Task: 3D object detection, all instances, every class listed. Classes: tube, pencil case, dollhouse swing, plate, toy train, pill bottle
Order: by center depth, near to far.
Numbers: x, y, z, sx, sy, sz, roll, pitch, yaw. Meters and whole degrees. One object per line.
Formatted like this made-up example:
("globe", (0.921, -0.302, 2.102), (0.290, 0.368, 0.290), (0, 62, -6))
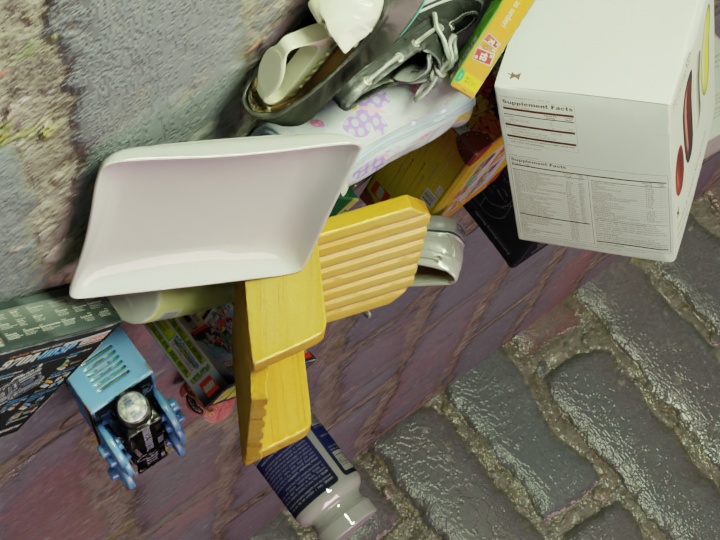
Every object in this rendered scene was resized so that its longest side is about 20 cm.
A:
("plate", (-0.117, -0.047, 1.320), (0.198, 0.033, 0.200), (-7, 153, -21))
("pencil case", (0.003, -0.119, 1.431), (0.199, 0.084, 0.090), (-33, -155, -31))
("dollhouse swing", (-0.021, 0.053, 1.521), (0.174, 0.183, 0.200), (-3, 149, -9))
("tube", (-0.157, 0.016, 1.550), (0.052, 0.058, 0.200), (-47, 165, 16))
("toy train", (-0.221, 0.130, 1.625), (0.086, 0.115, 0.200), (-32, 167, -12))
("pill bottle", (-0.072, 0.299, 2.527), (0.115, 0.200, 0.116), (-36, 168, -9))

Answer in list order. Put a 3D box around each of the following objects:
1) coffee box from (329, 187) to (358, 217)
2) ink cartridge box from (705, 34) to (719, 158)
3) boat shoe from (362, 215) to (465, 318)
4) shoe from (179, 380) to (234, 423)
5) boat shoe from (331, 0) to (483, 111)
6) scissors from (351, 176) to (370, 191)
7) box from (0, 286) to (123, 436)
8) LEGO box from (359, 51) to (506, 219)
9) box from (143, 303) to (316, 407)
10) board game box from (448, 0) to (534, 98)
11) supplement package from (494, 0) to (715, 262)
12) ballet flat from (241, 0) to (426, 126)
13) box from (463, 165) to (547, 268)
("coffee box", (-0.085, -0.044, 1.553), (0.123, 0.044, 0.200), (-42, 168, 14))
("ink cartridge box", (0.294, -0.202, 1.731), (0.147, 0.200, 0.086), (-26, 164, -45))
("boat shoe", (0.002, 0.002, 1.676), (0.200, 0.087, 0.075), (-3, 151, 12))
("shoe", (-0.162, 0.127, 1.904), (0.091, 0.071, 0.200), (-47, 171, 13))
("boat shoe", (0.041, -0.176, 1.373), (0.199, 0.068, 0.074), (-27, 164, -47))
("scissors", (0.043, -0.141, 1.668), (0.200, 0.014, 0.073), (-45, 168, 16))
("box", (-0.301, 0.086, 1.379), (0.159, 0.046, 0.200), (-44, 167, 25))
("LEGO box", (0.100, -0.129, 1.678), (0.149, 0.077, 0.200), (-39, 172, -31))
("box", (-0.126, 0.067, 1.692), (0.035, 0.110, 0.200), (-42, 168, 20))
("board game box", (0.131, -0.231, 1.365), (0.201, 0.030, 0.096), (-60, -175, 12))
("supplement package", (0.215, -0.150, 1.475), (0.201, 0.146, 0.192), (74, 30, -52))
("ballet flat", (-0.019, -0.169, 1.234), (0.068, 0.068, 0.200), (-11, 151, -48))
("box", (0.184, -0.124, 1.820), (0.107, 0.149, 0.200), (-31, 167, -30))
